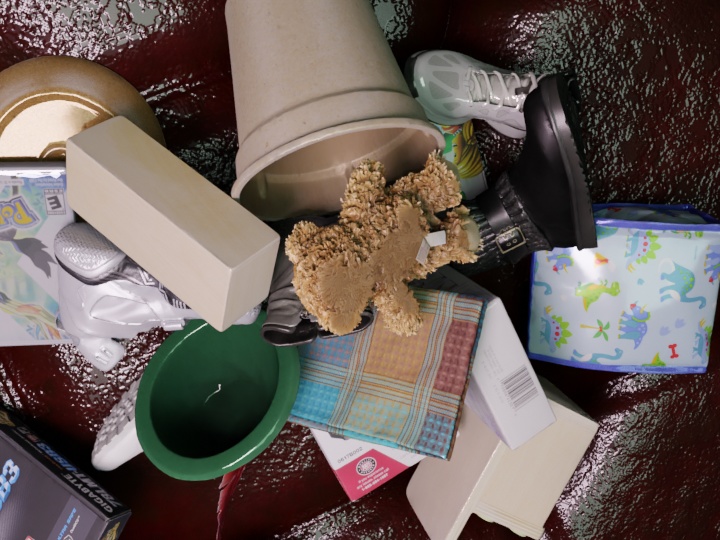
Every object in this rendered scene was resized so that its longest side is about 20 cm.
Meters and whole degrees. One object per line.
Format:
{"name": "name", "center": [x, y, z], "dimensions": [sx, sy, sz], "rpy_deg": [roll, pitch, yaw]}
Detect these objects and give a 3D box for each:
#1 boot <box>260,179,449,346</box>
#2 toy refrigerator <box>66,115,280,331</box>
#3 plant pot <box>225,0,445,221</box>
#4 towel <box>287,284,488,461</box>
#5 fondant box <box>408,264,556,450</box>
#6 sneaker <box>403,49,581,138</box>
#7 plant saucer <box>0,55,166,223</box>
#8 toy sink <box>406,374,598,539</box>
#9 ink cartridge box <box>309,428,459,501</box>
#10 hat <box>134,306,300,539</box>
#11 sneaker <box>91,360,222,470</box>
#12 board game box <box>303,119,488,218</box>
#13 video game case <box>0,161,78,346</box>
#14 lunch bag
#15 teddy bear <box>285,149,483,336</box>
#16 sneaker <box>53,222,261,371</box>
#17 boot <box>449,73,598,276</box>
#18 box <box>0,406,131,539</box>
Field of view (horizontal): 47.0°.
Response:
{"name": "boot", "center": [0.000, 0.000, 0.764], "dimensions": [0.196, 0.133, 0.068], "rpy_deg": [-18, 139, 8]}
{"name": "toy refrigerator", "center": [-0.165, -0.046, 0.721], "dimensions": [0.070, 0.198, 0.077], "rpy_deg": [-36, 155, -42]}
{"name": "plant pot", "center": [-0.042, -0.169, 0.752], "dimensions": [0.196, 0.201, 0.188], "rpy_deg": [-14, 77, -10]}
{"name": "towel", "center": [0.013, 0.081, 0.759], "dimensions": [0.022, 0.197, 0.150], "rpy_deg": [29, 72, -50]}
{"name": "fondant box", "center": [0.109, 0.075, 0.853], "dimensions": [0.058, 0.200, 0.146], "rpy_deg": [-31, 109, -8]}
{"name": "sneaker", "center": [0.142, -0.184, 0.810], "dimensions": [0.197, 0.114, 0.078], "rpy_deg": [4, 84, -37]}
{"name": "plant saucer", "center": [-0.285, -0.101, 0.796], "dimensions": [0.195, 0.035, 0.206], "rpy_deg": [-4, 105, -14]}
{"name": "toy sink", "center": [0.158, 0.217, 0.941], "dimensions": [0.110, 0.130, 0.203], "rpy_deg": [26, 96, -19]}
{"name": "ink cartridge box", "center": [0.001, 0.121, 0.900], "dimensions": [0.146, 0.086, 0.203], "rpy_deg": [-29, 110, -5]}
{"name": "hat", "center": [-0.119, 0.155, 0.835], "dimensions": [0.197, 0.167, 0.177], "rpy_deg": [-31, 145, 2]}
{"name": "sneaker", "center": [-0.197, 0.142, 0.864], "dimensions": [0.200, 0.076, 0.081], "rpy_deg": [-44, 118, 1]}
{"name": "board game box", "center": [0.031, -0.104, 0.875], "dimensions": [0.196, 0.035, 0.129], "rpy_deg": [-21, 107, -8]}
{"name": "video game case", "center": [-0.363, -0.011, 0.779], "dimensions": [0.195, 0.022, 0.186], "rpy_deg": [-2, 117, -9]}
{"name": "lunch bag", "center": [0.283, 0.016, 0.921], "dimensions": [0.194, 0.128, 0.175], "rpy_deg": [-1, 105, -4]}
{"name": "teddy bear", "center": [0.023, -0.022, 0.702], "dimensions": [0.200, 0.066, 0.146], "rpy_deg": [-47, 118, -23]}
{"name": "sneaker", "center": [-0.195, 0.036, 0.777], "dimensions": [0.195, 0.076, 0.117], "rpy_deg": [18, 116, -4]}
{"name": "boot", "center": [0.143, -0.080, 0.806], "dimensions": [0.154, 0.081, 0.213], "rpy_deg": [-9, 133, 16]}
{"name": "box", "center": [-0.352, 0.267, 0.817], "dimensions": [0.196, 0.050, 0.203], "rpy_deg": [32, 96, 14]}
